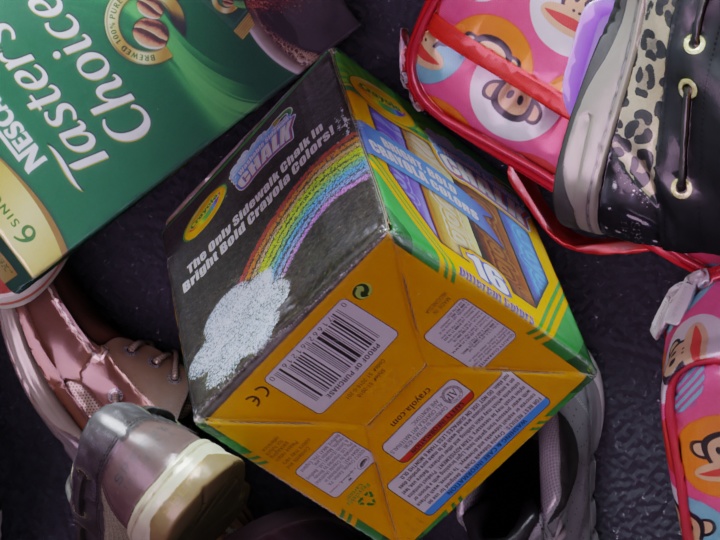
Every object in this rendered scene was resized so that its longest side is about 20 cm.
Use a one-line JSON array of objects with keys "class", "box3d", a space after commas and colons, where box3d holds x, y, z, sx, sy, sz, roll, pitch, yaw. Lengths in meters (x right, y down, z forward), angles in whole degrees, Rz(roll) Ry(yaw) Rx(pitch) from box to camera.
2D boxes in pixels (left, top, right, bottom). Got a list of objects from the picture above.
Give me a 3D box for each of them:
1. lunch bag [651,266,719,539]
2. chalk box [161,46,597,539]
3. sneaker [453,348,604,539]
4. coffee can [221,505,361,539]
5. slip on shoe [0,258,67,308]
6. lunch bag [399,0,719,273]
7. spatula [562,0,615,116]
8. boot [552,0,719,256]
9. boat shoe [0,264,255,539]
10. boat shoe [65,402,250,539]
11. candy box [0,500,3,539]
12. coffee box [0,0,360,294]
[{"class": "lunch bag", "box3d": [0.225, 0.058, 1.080, 0.200, 0.082, 0.176, -5, 126, 12]}, {"class": "chalk box", "box3d": [0.000, 0.000, 1.133, 0.124, 0.200, 0.125, 35, 111, -27]}, {"class": "sneaker", "box3d": [0.070, 0.133, 1.156, 0.075, 0.115, 0.200, -2, 98, 16]}, {"class": "coffee can", "box3d": [0.010, 0.219, 1.134, 0.200, 0.146, 0.147, 36, 108, 34]}, {"class": "slip on shoe", "box3d": [-0.158, -0.083, 1.183, 0.074, 0.061, 0.200, 7, 83, 19]}, {"class": "lunch bag", "box3d": [0.124, -0.089, 1.128, 0.200, 0.082, 0.176, 31, 110, 6]}, {"class": "spatula", "box3d": [0.182, -0.059, 1.066, 0.200, 0.021, 0.057, 18, 103, 6]}, {"class": "boot", "box3d": [0.176, -0.088, 1.002, 0.154, 0.073, 0.204, 23, 97, 20]}, {"class": "boat shoe", "box3d": [-0.107, 0.064, 1.221, 0.072, 0.076, 0.200, -27, 95, 8]}, {"class": "boat shoe", "box3d": [-0.091, 0.094, 1.097, 0.066, 0.201, 0.072, 44, 76, 5]}, {"class": "candy box", "box3d": [-0.252, 0.125, 1.204, 0.168, 0.200, 0.072, 28, 62, 9]}, {"class": "coffee box", "box3d": [-0.110, -0.096, 1.141, 0.200, 0.044, 0.123, -38, 96, -21]}]
